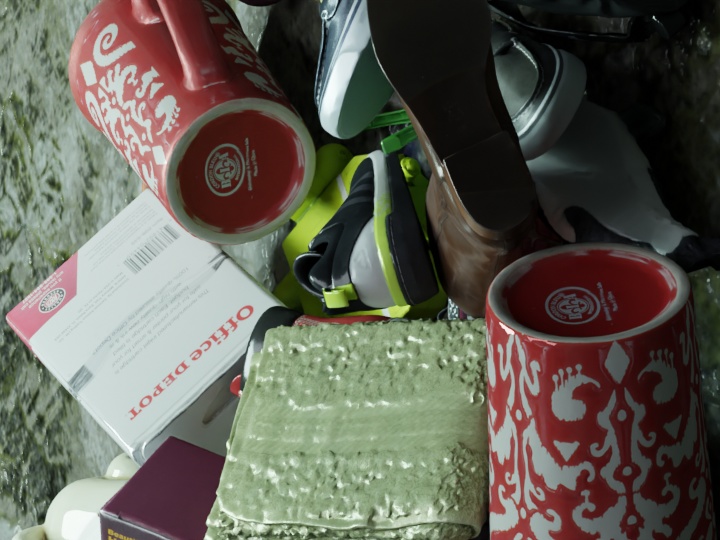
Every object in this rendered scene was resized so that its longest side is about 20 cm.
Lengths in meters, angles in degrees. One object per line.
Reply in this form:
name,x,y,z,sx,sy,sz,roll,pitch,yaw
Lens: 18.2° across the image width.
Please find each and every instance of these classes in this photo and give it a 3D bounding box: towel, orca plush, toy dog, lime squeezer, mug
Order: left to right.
toy dog,-0.134,0.189,1.614,0.200,0.194,0.140,-2,77,56
mug,-0.127,-0.122,1.564,0.133,0.178,0.200,-41,35,3
towel,0.000,0.096,1.327,0.200,0.036,0.149,-7,57,36
lime squeezer,0.042,-0.095,1.452,0.038,0.071,0.200,56,-179,-10
mug,0.114,0.090,1.224,0.177,0.133,0.200,30,136,47
orca plush,0.156,-0.036,1.301,0.105,0.071,0.200,-46,42,-13

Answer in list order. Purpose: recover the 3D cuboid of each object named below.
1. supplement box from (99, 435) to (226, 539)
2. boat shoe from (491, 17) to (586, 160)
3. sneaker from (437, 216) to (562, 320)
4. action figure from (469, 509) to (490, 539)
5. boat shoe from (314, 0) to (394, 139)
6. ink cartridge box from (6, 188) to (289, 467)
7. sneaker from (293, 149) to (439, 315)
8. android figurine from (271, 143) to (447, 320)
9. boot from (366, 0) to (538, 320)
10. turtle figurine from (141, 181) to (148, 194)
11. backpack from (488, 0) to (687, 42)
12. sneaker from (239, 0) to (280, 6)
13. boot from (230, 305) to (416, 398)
supplement box,-0.098,0.219,1.441,0.110,0.086,0.200,20,131,20
boat shoe,0.077,-0.115,1.327,0.069,0.057,0.200,-61,18,7
sneaker,0.077,0.015,1.383,0.075,0.080,0.201,-5,88,62
action figure,0.060,0.195,1.331,0.130,0.200,0.069,36,110,13
boat shoe,-0.006,-0.191,1.448,0.091,0.071,0.201,24,102,25
ink cartridge box,-0.133,0.053,1.562,0.146,0.085,0.200,-42,42,-7
sneaker,-0.004,-0.022,1.372,0.200,0.083,0.072,-97,-12,-76
android figurine,0.000,0.000,1.536,0.200,0.041,0.182,-47,53,48
boot,0.049,-0.075,1.257,0.200,0.064,0.187,79,175,-76
turtle figurine,-0.146,0.040,1.734,0.161,0.064,0.200,-38,68,59
backpack,0.091,-0.212,1.306,0.200,0.167,0.127,27,98,61
sneaker,-0.033,-0.226,1.545,0.200,0.075,0.090,-46,49,48
boot,-0.021,0.125,1.437,0.144,0.072,0.201,4,96,35
